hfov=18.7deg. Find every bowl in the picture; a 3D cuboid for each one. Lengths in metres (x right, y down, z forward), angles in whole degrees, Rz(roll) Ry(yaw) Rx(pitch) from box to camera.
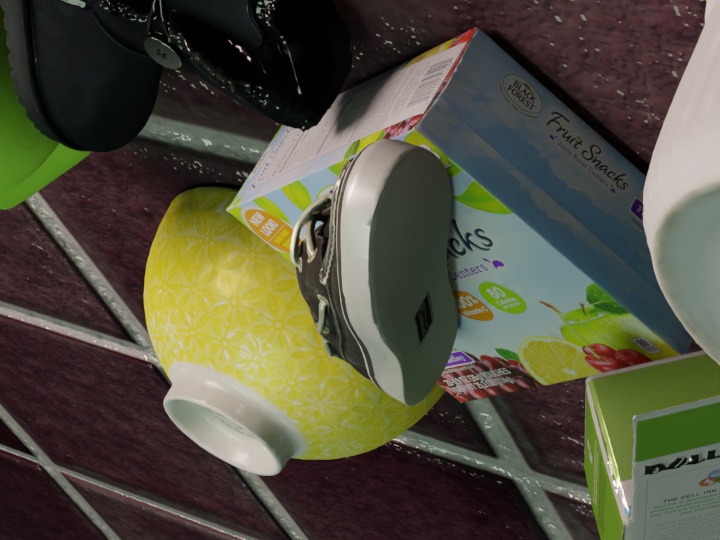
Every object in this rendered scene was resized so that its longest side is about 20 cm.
[{"bbox_3d":[-0.055,0.054,1.277,0.200,0.108,0.200,27,157,13],"label":"bowl"}]

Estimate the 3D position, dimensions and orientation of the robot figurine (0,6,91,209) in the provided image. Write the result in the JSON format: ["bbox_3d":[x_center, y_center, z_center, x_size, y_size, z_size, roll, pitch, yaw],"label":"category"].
[{"bbox_3d":[-0.223,-0.111,1.121,0.200,0.116,0.176,41,-157,-50],"label":"robot figurine"}]

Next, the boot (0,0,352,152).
[{"bbox_3d":[-0.086,-0.100,1.038,0.168,0.076,0.200,26,151,23],"label":"boot"}]

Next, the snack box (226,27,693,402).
[{"bbox_3d":[0.052,-0.019,1.044,0.169,0.068,0.200,40,154,-17],"label":"snack box"}]

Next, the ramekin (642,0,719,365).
[{"bbox_3d":[0.179,-0.017,0.645,0.200,0.105,0.200,26,157,12],"label":"ramekin"}]

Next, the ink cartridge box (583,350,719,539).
[{"bbox_3d":[0.176,0.061,0.947,0.148,0.076,0.200,-12,150,-1],"label":"ink cartridge box"}]

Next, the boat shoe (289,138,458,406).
[{"bbox_3d":[0.000,0.000,0.974,0.064,0.071,0.200,25,156,17],"label":"boat shoe"}]
